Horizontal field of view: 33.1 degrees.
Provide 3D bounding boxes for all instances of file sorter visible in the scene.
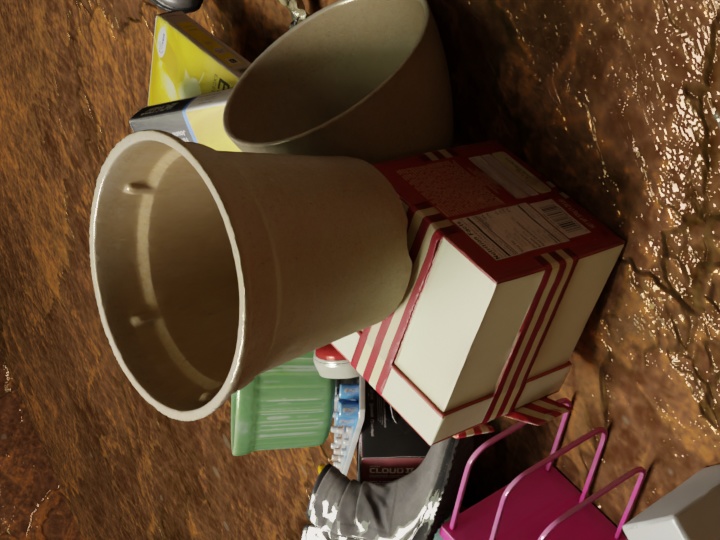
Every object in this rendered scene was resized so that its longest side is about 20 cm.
[{"bbox_3d":[0.191,0.227,1.038,0.200,0.138,0.126,44,142,33],"label":"file sorter"}]

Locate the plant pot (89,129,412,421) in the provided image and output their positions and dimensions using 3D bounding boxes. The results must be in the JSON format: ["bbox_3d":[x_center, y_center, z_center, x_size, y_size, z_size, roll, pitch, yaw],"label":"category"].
[{"bbox_3d":[-0.070,-0.009,0.890,0.200,0.183,0.202,15,110,47],"label":"plant pot"}]

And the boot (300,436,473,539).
[{"bbox_3d":[0.018,0.208,1.125,0.131,0.070,0.201,23,96,22],"label":"boot"}]

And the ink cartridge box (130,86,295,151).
[{"bbox_3d":[-0.110,-0.084,1.214,0.196,0.047,0.201,-7,117,28],"label":"ink cartridge box"}]

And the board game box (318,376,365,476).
[{"bbox_3d":[-0.022,0.111,1.286,0.200,0.026,0.201,104,168,-55],"label":"board game box"}]

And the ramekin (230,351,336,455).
[{"bbox_3d":[-0.081,0.089,1.243,0.200,0.097,0.202,-179,90,-82],"label":"ramekin"}]

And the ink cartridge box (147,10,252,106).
[{"bbox_3d":[-0.155,-0.141,1.282,0.200,0.047,0.199,41,133,33],"label":"ink cartridge box"}]

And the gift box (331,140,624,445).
[{"bbox_3d":[0.096,0.023,0.995,0.185,0.199,0.188,47,132,35],"label":"gift box"}]

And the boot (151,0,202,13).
[{"bbox_3d":[-0.214,-0.384,1.284,0.201,0.070,0.132,60,148,2],"label":"boot"}]

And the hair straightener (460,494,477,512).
[{"bbox_3d":[0.125,0.283,1.287,0.200,0.041,0.077,18,127,52],"label":"hair straightener"}]

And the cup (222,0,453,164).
[{"bbox_3d":[0.002,-0.126,1.046,0.200,0.200,0.143,21,154,51],"label":"cup"}]

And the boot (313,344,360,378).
[{"bbox_3d":[0.000,0.000,1.128,0.072,0.200,0.145,1,117,21],"label":"boot"}]

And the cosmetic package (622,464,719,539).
[{"bbox_3d":[0.298,0.256,0.918,0.201,0.101,0.071,63,151,4],"label":"cosmetic package"}]

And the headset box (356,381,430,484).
[{"bbox_3d":[0.034,0.192,1.260,0.149,0.077,0.201,-92,1,-49],"label":"headset box"}]

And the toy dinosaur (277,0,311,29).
[{"bbox_3d":[-0.037,-0.196,1.180,0.088,0.047,0.201,29,140,52],"label":"toy dinosaur"}]

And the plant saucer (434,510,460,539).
[{"bbox_3d":[0.070,0.301,1.219,0.036,0.198,0.201,-79,-10,-53],"label":"plant saucer"}]
